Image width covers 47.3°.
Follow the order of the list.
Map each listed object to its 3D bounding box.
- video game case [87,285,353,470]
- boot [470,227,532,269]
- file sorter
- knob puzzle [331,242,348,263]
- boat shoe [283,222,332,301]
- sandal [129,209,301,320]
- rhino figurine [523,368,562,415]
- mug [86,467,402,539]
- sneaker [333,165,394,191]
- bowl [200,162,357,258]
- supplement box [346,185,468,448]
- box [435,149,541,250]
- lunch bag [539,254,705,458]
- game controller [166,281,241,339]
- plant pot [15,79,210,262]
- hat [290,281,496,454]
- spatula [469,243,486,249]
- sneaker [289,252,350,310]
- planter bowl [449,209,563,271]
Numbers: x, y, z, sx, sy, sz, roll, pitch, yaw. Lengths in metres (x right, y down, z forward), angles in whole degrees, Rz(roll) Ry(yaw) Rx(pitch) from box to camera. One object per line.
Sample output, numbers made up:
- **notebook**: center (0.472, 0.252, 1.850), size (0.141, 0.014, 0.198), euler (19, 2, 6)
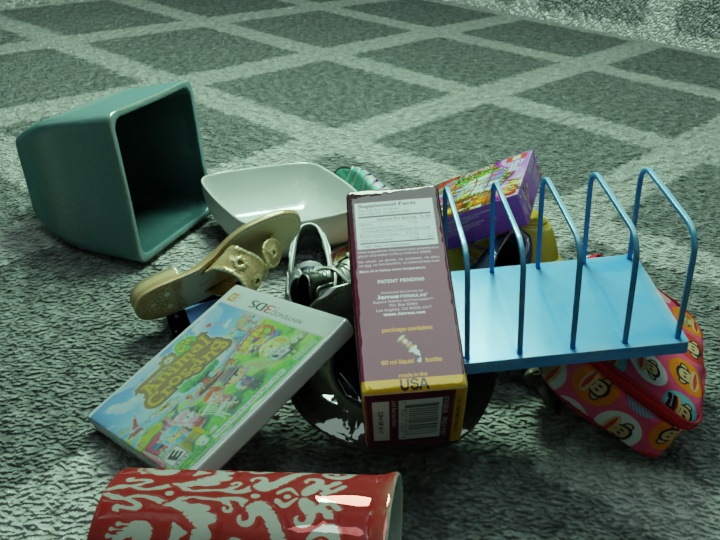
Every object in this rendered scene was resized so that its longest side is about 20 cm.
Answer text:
- **video game case**: center (-0.130, 0.096, 0.750), size (0.181, 0.022, 0.200), euler (13, 48, 47)
- **boot**: center (0.122, 0.041, 0.866), size (0.072, 0.091, 0.201), euler (27, 53, -1)
- **file sorter**: center (0.174, -0.007, 0.730), size (0.198, 0.123, 0.139), euler (-6, 34, 0)
- **knob puzzle**: center (0.037, -0.014, 1.081), size (0.218, 0.031, 0.220), euler (0, 25, 0)
- **boat shoe**: center (-0.057, 0.018, 0.955), size (0.071, 0.069, 0.201), euler (-2, 38, 5)
- **sandal**: center (-0.145, 0.013, 0.910), size (0.211, 0.078, 0.070), euler (-27, 54, -12)
- **rhino figurine**: center (0.197, 0.084, 0.879), size (0.087, 0.060, 0.200), euler (38, 26, -13)
- **mug**: center (-0.073, 0.210, 0.586), size (0.198, 0.178, 0.134), euler (3, 63, 7)
- **sneaker**: center (0.038, -0.097, 1.236), size (0.087, 0.075, 0.200), euler (9, 19, -47)
- **bowl**: center (-0.108, -0.080, 1.153), size (0.198, 0.075, 0.200), euler (-12, 30, -27)
- **supplement box**: center (0.036, 0.038, 0.722), size (0.085, 0.111, 0.201), euler (-4, 56, -1)
- **box**: center (0.136, -0.080, 0.967), size (0.136, 0.039, 0.200), euler (-18, 15, 22)
- **lunch bag**: center (0.254, 0.072, 0.828), size (0.176, 0.082, 0.200), euler (35, 35, 1)
- **game controller**: center (-0.152, 0.066, 0.903), size (0.104, 0.042, 0.200), euler (-8, 29, -21)
- **plant pot**: center (-0.349, -0.141, 1.130), size (0.199, 0.198, 0.196), euler (3, 26, 20)
- **hat**: center (0.029, 0.101, 0.796), size (0.199, 0.081, 0.202), euler (0, 58, 1)
- **spatula**: center (0.082, -0.028, 1.008), size (0.199, 0.021, 0.056), euler (-1, -8, 35)
- **sneaker**: center (0.000, 0.000, 0.848), size (0.075, 0.202, 0.115), euler (24, 1, 43)
- **planter bowl**: center (0.187, -0.039, 1.063), size (0.199, 0.084, 0.201), euler (12, 20, -4)
